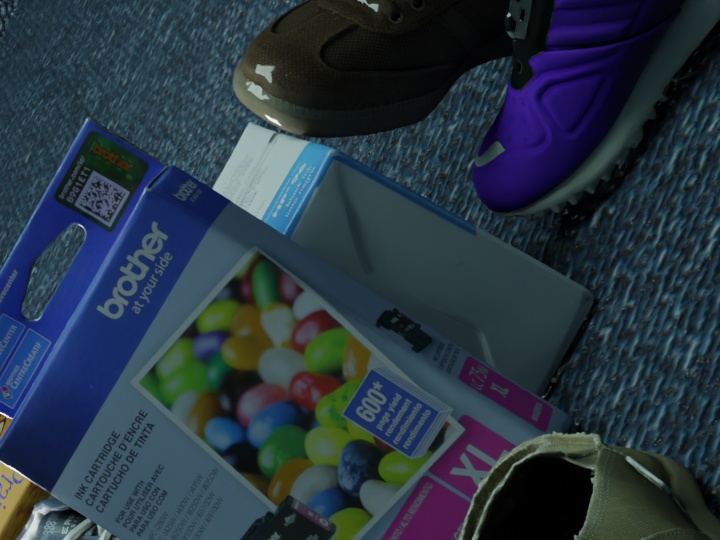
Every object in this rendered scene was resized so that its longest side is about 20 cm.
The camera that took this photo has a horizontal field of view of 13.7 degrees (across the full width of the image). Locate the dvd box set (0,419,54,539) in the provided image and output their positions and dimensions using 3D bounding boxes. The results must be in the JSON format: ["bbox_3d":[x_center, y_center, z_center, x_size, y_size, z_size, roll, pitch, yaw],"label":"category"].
[{"bbox_3d":[-0.108,0.064,1.427,0.201,0.029,0.146,-59,-26,10],"label":"dvd box set"}]

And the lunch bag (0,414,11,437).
[{"bbox_3d":[-0.201,0.167,1.624,0.176,0.082,0.201,-36,29,59],"label":"lunch bag"}]

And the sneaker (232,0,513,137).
[{"bbox_3d":[0.030,-0.114,1.151,0.200,0.070,0.076,-25,-45,-40],"label":"sneaker"}]

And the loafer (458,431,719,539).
[{"bbox_3d":[0.063,0.081,0.879,0.076,0.067,0.200,-62,14,-3],"label":"loafer"}]

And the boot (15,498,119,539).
[{"bbox_3d":[-0.095,0.124,1.310,0.200,0.090,0.073,-47,20,46],"label":"boot"}]

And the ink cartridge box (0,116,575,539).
[{"bbox_3d":[-0.041,0.049,1.035,0.120,0.200,0.042,-57,-2,20],"label":"ink cartridge box"}]

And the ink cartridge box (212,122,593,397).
[{"bbox_3d":[0.000,0.000,1.154,0.068,0.116,0.200,-61,15,-1],"label":"ink cartridge box"}]

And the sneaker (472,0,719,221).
[{"bbox_3d":[0.081,-0.110,1.101,0.200,0.099,0.070,-52,15,34],"label":"sneaker"}]
